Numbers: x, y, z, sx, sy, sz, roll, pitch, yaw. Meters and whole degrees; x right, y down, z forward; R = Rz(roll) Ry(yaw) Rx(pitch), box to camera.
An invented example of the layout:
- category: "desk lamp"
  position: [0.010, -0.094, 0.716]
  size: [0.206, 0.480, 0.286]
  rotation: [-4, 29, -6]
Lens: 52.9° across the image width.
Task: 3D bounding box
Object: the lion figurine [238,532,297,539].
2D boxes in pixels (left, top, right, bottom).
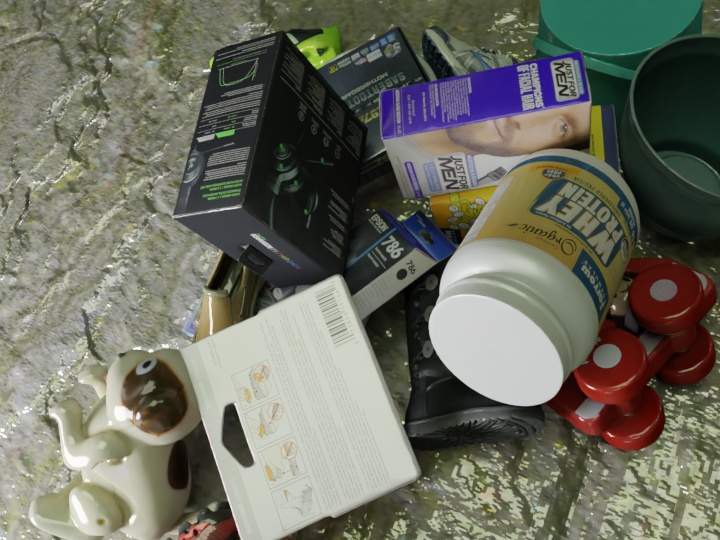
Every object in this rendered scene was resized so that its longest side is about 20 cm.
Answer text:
- category: "lion figurine"
  position: [-0.070, 0.335, 0.679]
  size: [0.121, 0.071, 0.205]
  rotation: [-27, 60, 41]

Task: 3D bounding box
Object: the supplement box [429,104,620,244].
- category: "supplement box"
  position: [0.182, -0.098, 0.806]
  size: [0.194, 0.109, 0.112]
  rotation: [-2, 63, 16]

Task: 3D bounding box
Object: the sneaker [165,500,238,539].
- category: "sneaker"
  position: [-0.174, 0.330, 0.712]
  size: [0.097, 0.071, 0.202]
  rotation: [35, 83, 27]

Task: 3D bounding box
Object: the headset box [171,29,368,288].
- category: "headset box"
  position: [-0.083, -0.097, 0.734]
  size: [0.091, 0.174, 0.205]
  rotation: [-4, 66, 31]

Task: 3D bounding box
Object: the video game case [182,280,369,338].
- category: "video game case"
  position: [-0.084, 0.031, 0.854]
  size: [0.196, 0.046, 0.184]
  rotation: [19, 71, 24]

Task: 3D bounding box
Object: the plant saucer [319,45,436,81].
- category: "plant saucer"
  position: [0.010, -0.199, 0.941]
  size: [0.194, 0.050, 0.205]
  rotation: [-7, 62, 14]

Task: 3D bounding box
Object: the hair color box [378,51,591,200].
- category: "hair color box"
  position: [0.124, -0.137, 0.716]
  size: [0.194, 0.110, 0.066]
  rotation: [-9, 61, 13]

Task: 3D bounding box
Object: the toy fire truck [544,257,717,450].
- category: "toy fire truck"
  position: [0.243, 0.061, 0.718]
  size: [0.200, 0.113, 0.167]
  rotation: [-46, 42, -10]

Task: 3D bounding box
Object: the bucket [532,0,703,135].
- category: "bucket"
  position: [0.298, -0.271, 0.845]
  size: [0.201, 0.135, 0.212]
  rotation: [-8, 61, 14]

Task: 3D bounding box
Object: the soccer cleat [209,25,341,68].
- category: "soccer cleat"
  position: [-0.118, -0.306, 1.034]
  size: [0.194, 0.069, 0.082]
  rotation: [-3, 45, 14]

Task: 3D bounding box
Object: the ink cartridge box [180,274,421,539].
- category: "ink cartridge box"
  position: [-0.057, 0.133, 0.687]
  size: [0.172, 0.045, 0.204]
  rotation: [-23, 75, 0]

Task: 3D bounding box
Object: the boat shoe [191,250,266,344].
- category: "boat shoe"
  position: [-0.154, 0.040, 0.800]
  size: [0.070, 0.076, 0.205]
  rotation: [4, 68, 16]

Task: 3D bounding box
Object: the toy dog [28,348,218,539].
- category: "toy dog"
  position: [-0.222, 0.172, 0.730]
  size: [0.191, 0.139, 0.204]
  rotation: [28, 112, 9]

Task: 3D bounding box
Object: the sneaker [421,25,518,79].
- category: "sneaker"
  position: [0.153, -0.244, 0.920]
  size: [0.084, 0.078, 0.201]
  rotation: [-31, 66, -13]

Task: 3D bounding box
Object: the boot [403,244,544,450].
- category: "boot"
  position: [0.110, 0.069, 0.742]
  size: [0.162, 0.065, 0.205]
  rotation: [-18, 54, 38]

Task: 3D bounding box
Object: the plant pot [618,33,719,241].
- category: "plant pot"
  position: [0.350, -0.115, 0.738]
  size: [0.194, 0.135, 0.205]
  rotation: [1, 61, -1]

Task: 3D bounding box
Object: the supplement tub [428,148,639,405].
- category: "supplement tub"
  position: [0.157, 0.003, 0.650]
  size: [0.142, 0.147, 0.201]
  rotation: [19, 50, 24]

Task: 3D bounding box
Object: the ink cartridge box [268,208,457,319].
- category: "ink cartridge box"
  position: [0.000, 0.000, 0.779]
  size: [0.198, 0.040, 0.100]
  rotation: [-36, 37, -4]

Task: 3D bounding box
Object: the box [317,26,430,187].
- category: "box"
  position: [-0.006, -0.185, 0.880]
  size: [0.196, 0.051, 0.161]
  rotation: [-26, 62, 5]
